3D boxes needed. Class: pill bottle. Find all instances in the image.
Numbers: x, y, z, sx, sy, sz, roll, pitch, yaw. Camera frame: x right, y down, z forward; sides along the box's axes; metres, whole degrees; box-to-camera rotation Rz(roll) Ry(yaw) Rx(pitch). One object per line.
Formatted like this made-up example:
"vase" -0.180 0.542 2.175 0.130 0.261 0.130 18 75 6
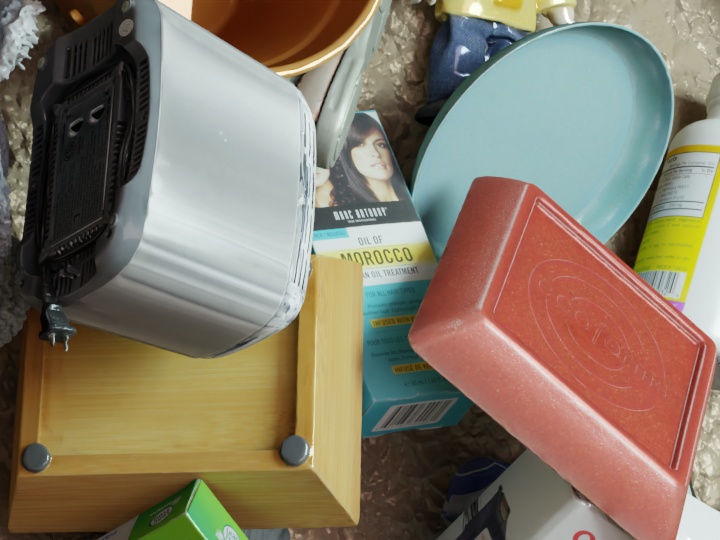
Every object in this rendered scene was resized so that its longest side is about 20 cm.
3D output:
"pill bottle" 0.242 -0.029 1.713 0.104 0.104 0.200 26 72 -25

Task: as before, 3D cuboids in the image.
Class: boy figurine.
"boy figurine" 0.092 -0.183 1.669 0.124 0.064 0.200 16 80 -27

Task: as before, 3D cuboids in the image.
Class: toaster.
"toaster" -0.100 -0.038 1.366 0.129 0.114 0.200 22 56 -34

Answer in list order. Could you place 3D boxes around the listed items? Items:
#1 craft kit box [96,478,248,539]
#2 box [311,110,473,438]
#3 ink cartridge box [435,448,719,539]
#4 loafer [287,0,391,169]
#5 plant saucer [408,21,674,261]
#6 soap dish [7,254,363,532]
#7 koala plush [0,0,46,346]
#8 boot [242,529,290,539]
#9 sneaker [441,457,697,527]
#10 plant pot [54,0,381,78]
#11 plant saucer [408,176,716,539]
"craft kit box" -0.109 0.242 1.437 0.200 0.197 0.049 53 19 -14
"box" 0.000 0.000 1.554 0.082 0.049 0.200 -6 61 -30
"ink cartridge box" 0.115 0.205 1.556 0.145 0.200 0.084 31 27 -23
"loafer" -0.020 -0.147 1.580 0.063 0.072 0.200 16 48 2
"plant saucer" 0.109 -0.073 1.631 0.200 0.027 0.200 -21 134 -23
"soap dish" -0.100 0.065 1.452 0.200 0.081 0.157 -2 67 8
"koala plush" -0.252 -0.088 1.410 0.177 0.184 0.200 9 50 -7
"boot" -0.054 0.146 1.553 0.200 0.070 0.132 -32 108 -24
"sneaker" 0.145 0.139 1.659 0.199 0.081 0.115 25 68 -32
"plant pot" -0.097 -0.199 1.517 0.200 0.140 0.200 3 83 -29
"plant saucer" 0.132 0.044 1.522 0.200 0.037 0.200 41 32 -10
